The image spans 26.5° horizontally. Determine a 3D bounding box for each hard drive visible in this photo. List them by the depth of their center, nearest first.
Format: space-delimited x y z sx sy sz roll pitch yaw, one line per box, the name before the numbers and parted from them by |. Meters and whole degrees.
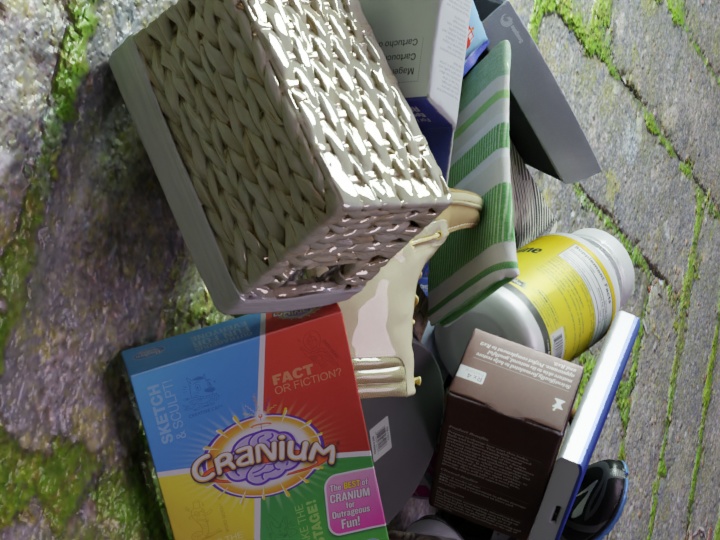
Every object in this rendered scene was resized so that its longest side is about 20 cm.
hard drive | 0.197 0.146 1.348 0.200 0.025 0.133 -57 164 -47
hard drive | 0.135 -0.169 1.396 0.042 0.135 0.201 -41 123 -9

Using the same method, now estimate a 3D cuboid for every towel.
towel | 0.094 -0.068 1.275 0.023 0.153 0.202 8 69 -18

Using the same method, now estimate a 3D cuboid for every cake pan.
cake pan | 0.001 0.133 1.239 0.199 0.037 0.202 -26 126 -43

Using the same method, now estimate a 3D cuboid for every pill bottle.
pill bottle | 0.166 0.033 1.395 0.199 0.112 0.114 -29 118 -45

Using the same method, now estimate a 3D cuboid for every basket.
basket | -0.050 -0.089 0.987 0.135 0.123 0.201 -6 65 -50

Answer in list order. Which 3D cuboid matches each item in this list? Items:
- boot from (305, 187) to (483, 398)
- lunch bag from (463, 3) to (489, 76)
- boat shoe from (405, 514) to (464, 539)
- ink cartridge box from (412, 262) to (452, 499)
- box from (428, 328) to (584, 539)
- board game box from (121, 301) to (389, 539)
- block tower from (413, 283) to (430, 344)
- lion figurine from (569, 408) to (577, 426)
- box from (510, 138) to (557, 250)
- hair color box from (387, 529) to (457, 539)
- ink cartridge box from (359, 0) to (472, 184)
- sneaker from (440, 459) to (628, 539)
boot | 0.028 0.016 1.165 0.199 0.072 0.157 -10 96 -52
lunch bag | 0.006 -0.168 1.230 0.201 0.093 0.151 -59 145 -23
boat shoe | 0.084 0.286 1.441 0.201 0.068 0.057 68 23 -43
ink cartridge box | 0.069 0.095 1.409 0.120 0.042 0.202 55 45 -49
box | 0.120 0.144 1.304 0.201 0.099 0.075 95 18 -56
board game box | -0.070 0.130 1.067 0.040 0.151 0.202 -128 -156 -63
block tower | 0.000 0.000 1.258 0.201 0.053 0.058 59 45 -47
lion figurine | 0.163 0.089 1.478 0.122 0.072 0.202 31 48 -24
box | 0.120 -0.067 1.450 0.200 0.068 0.083 51 51 -51
hair color box | -0.002 0.285 1.240 0.200 0.099 0.061 -36 123 -54
ink cartridge box | -0.011 -0.154 1.073 0.043 0.195 0.202 19 75 -47
sneaker | 0.162 0.226 1.440 0.083 0.198 0.071 45 34 -37
